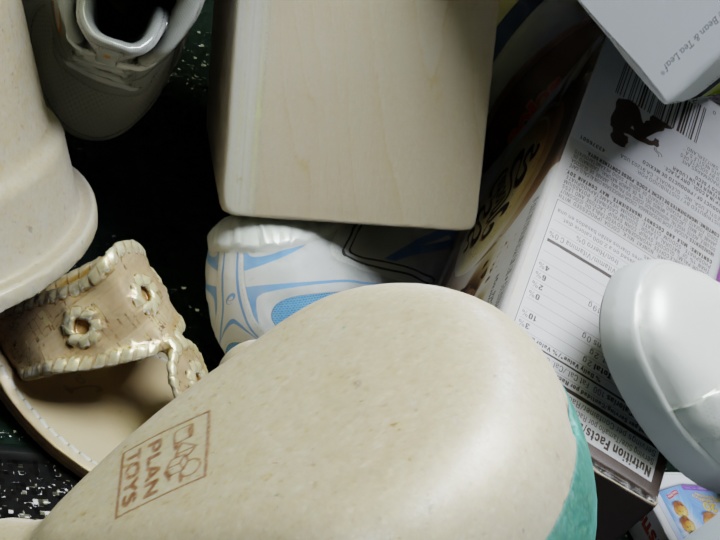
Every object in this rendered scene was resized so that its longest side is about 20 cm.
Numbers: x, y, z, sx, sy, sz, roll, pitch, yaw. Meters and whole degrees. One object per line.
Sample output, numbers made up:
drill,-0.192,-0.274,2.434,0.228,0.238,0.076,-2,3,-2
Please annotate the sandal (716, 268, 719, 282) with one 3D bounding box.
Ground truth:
sandal,0.135,0.006,0.907,0.201,0.050,0.083,-10,46,-35

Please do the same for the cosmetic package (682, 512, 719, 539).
cosmetic package,0.200,0.177,0.658,0.199,0.052,0.151,35,31,-28

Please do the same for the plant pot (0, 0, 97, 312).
plant pot,-0.200,-0.096,0.707,0.198,0.185,0.201,0,26,0

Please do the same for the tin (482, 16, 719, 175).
tin,0.135,-0.063,0.921,0.199,0.112,0.042,5,45,-50

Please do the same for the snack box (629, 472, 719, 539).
snack box,0.210,0.117,0.825,0.198,0.024,0.072,3,40,-24

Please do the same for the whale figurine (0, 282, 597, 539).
whale figurine,-0.025,0.088,0.571,0.199,0.104,0.160,-23,34,12

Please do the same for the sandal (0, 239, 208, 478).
sandal,-0.112,0.013,0.759,0.211,0.070,0.078,34,38,17

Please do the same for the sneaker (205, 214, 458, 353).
sneaker,0.000,0.000,0.849,0.071,0.073,0.199,8,14,32

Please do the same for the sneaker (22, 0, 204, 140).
sneaker,-0.096,-0.102,0.749,0.075,0.200,0.093,12,54,-10

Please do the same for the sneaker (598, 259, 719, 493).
sneaker,0.170,0.051,0.690,0.199,0.084,0.073,36,50,-28

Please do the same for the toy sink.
toy sink,-0.005,-0.104,0.845,0.111,0.132,0.200,4,13,-7

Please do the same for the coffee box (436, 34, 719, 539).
coffee box,0.076,0.021,0.764,0.079,0.113,0.201,31,49,-8

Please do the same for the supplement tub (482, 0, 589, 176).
supplement tub,0.060,-0.143,0.978,0.144,0.145,0.200,-14,49,-38

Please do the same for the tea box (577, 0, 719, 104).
tea box,0.167,-0.180,0.760,0.134,0.200,0.197,50,18,9
